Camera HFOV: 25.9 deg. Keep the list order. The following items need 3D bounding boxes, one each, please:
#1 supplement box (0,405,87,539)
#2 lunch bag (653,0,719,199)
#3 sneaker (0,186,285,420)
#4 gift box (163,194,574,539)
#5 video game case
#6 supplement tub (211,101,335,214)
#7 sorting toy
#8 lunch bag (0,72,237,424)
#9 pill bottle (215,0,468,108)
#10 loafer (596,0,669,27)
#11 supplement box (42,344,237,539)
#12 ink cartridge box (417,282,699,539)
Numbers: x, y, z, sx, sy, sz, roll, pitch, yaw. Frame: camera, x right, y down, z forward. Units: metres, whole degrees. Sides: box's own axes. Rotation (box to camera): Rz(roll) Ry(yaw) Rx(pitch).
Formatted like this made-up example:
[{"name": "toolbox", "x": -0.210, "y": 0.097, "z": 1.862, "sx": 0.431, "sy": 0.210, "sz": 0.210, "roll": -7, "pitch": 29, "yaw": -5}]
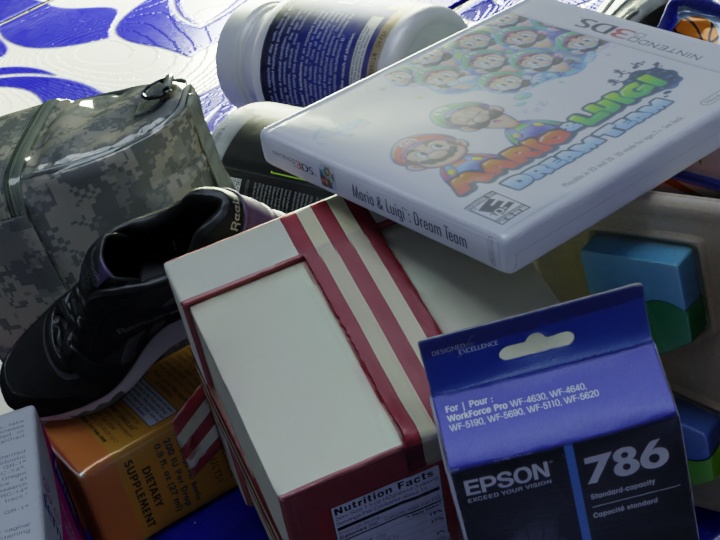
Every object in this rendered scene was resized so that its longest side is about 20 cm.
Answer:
[{"name": "supplement box", "x": -0.192, "y": 0.173, "z": 0.787, "sx": 0.103, "sy": 0.102, "sz": 0.200, "roll": -18, "pitch": 31, "yaw": -6}, {"name": "lunch bag", "x": 0.255, "y": -0.064, "z": 0.882, "sx": 0.199, "sy": 0.170, "sz": 0.125, "roll": 19, "pitch": 85, "yaw": 15}, {"name": "sneaker", "x": -0.134, "y": 0.011, "z": 0.851, "sx": 0.199, "sy": 0.087, "sz": 0.076, "roll": -31, "pitch": 59, "yaw": 18}, {"name": "gift box", "x": 0.008, "y": 0.076, "z": 0.785, "sx": 0.183, "sy": 0.201, "sz": 0.187, "roll": -18, "pitch": 46, "yaw": -13}, {"name": "video game case", "x": 0.080, "y": -0.077, "z": 0.771, "sx": 0.199, "sy": 0.024, "sz": 0.182, "roll": -30, "pitch": 36, "yaw": -29}, {"name": "supplement tub", "x": -0.007, "y": -0.039, "z": 1.031, "sx": 0.199, "sy": 0.123, "sz": 0.122, "roll": 16, "pitch": 42, "yaw": 41}, {"name": "sorting toy", "x": 0.175, "y": 0.051, "z": 0.733, "sx": 0.199, "sy": 0.186, "sz": 0.036, "roll": 7, "pitch": 36, "yaw": 36}, {"name": "lunch bag", "x": -0.146, "y": -0.011, "z": 0.976, "sx": 0.166, "sy": 0.201, "sz": 0.140, "roll": -14, "pitch": 28, "yaw": 15}, {"name": "pill bottle", "x": -0.014, "y": -0.159, "z": 1.237, "sx": 0.199, "sy": 0.116, "sz": 0.116, "roll": 14, "pitch": 41, "yaw": 40}, {"name": "loafer", "x": 0.168, "y": -0.128, "z": 1.015, "sx": 0.069, "sy": 0.070, "sz": 0.200, "roll": -3, "pitch": 41, "yaw": 43}, {"name": "supplement box", "x": -0.082, "y": 0.082, "z": 0.921, "sx": 0.199, "sy": 0.067, "sz": 0.069, "roll": -30, "pitch": 34, "yaw": -23}, {"name": "ink cartridge box", "x": 0.092, "y": 0.108, "z": 0.667, "sx": 0.099, "sy": 0.201, "sz": 0.039, "roll": -15, "pitch": 30, "yaw": 3}]
